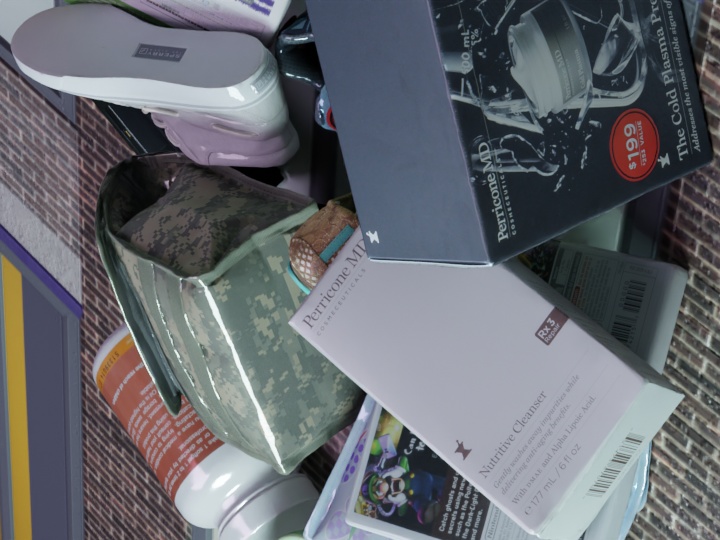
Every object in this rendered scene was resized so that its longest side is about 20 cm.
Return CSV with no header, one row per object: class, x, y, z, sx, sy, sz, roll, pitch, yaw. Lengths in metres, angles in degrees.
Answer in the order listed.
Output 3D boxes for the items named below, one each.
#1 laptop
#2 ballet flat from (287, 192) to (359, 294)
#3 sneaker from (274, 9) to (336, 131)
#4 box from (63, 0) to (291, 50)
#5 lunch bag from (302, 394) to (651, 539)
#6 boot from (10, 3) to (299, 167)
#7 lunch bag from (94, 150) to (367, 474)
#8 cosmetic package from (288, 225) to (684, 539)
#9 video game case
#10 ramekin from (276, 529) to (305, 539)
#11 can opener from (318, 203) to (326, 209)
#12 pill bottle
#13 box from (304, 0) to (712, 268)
laptop,-0.152,-0.100,1.640,0.177,0.103,0.200,51,144,-4
ballet flat,0.019,-0.030,1.421,0.070,0.200,0.065,43,114,3
sneaker,0.018,-0.099,1.424,0.200,0.095,0.080,44,145,36
box,-0.112,-0.196,1.445,0.144,0.036,0.200,27,155,-3
lunch bag,0.086,0.129,1.432,0.169,0.127,0.201,31,102,40
boot,-0.135,-0.113,1.493,0.199,0.074,0.096,14,145,28
lunch bag,-0.097,0.020,1.509,0.200,0.117,0.165,24,141,52
cosmetic package,0.071,0.050,1.290,0.200,0.081,0.113,37,97,24
video game case,0.090,0.078,1.352,0.181,0.023,0.201,13,86,36
ramekin,0.022,0.268,1.650,0.200,0.097,0.201,36,137,42
can opener,0.000,0.000,1.553,0.200,0.078,0.064,19,120,40
pill bottle,-0.116,0.127,1.763,0.200,0.112,0.112,54,147,23
box,0.078,-0.124,1.223,0.104,0.182,0.201,3,112,51
